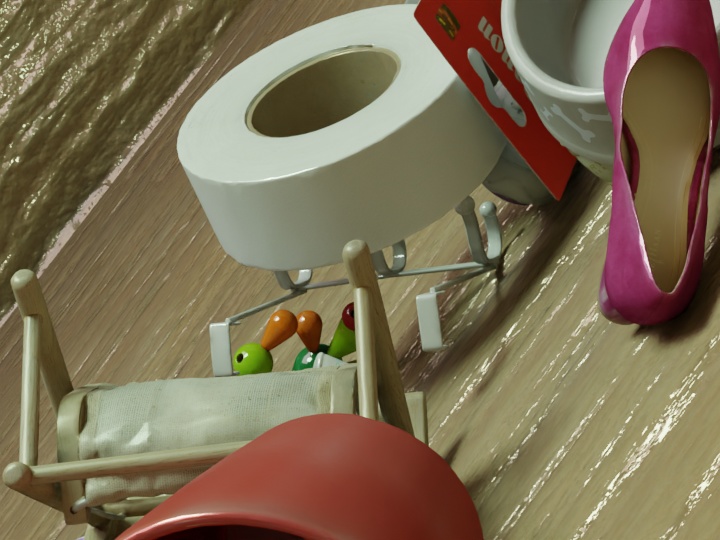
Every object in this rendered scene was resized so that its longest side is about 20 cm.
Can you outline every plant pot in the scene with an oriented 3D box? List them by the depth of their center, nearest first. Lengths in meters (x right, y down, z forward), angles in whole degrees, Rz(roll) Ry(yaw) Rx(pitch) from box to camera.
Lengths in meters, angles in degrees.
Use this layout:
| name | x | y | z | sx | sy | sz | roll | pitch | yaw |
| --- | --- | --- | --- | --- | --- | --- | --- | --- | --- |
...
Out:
| name | x | y | z | sx | sy | sz | roll | pitch | yaw |
| --- | --- | --- | --- | --- | --- | --- | --- | --- | --- |
| plant pot | -0.027 | 0.167 | 1.342 | 0.200 | 0.200 | 0.177 | -46 | 3 | 25 |

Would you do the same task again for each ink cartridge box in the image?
| name | x | y | z | sx | sy | sz | roll | pitch | yaw |
| --- | --- | --- | --- | --- | --- | --- | --- | --- | --- |
| ink cartridge box | 0.126 | -0.167 | 1.750 | 0.047 | 0.160 | 0.200 | -19 | 30 | 40 |

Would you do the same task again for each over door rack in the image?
| name | x | y | z | sx | sy | sz | roll | pitch | yaw |
| --- | --- | --- | --- | --- | --- | --- | --- | --- | --- |
| over door rack | 0.000 | 0.000 | 1.752 | 0.148 | 0.067 | 0.200 | -8 | 15 | 17 |

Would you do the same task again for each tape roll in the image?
| name | x | y | z | sx | sy | sz | roll | pitch | yaw |
| --- | --- | --- | --- | --- | --- | --- | --- | --- | --- |
| tape roll | -0.011 | -0.086 | 1.762 | 0.202 | 0.071 | 0.203 | -19 | 28 | 11 |

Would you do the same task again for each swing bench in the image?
| name | x | y | z | sx | sy | sz | roll | pitch | yaw |
| --- | --- | --- | --- | --- | --- | --- | --- | --- | --- |
| swing bench | -0.073 | 0.092 | 1.539 | 0.200 | 0.199 | 0.130 | 70 | -164 | -58 |

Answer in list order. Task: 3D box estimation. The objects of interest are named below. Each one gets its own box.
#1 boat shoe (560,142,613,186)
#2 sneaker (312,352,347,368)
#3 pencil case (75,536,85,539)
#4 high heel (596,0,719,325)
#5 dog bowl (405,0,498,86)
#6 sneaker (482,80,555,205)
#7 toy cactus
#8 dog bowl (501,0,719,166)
| name | x | y | z | sx | sy | sz | roll | pitch | yaw |
| --- | --- | --- | --- | --- | --- | --- | --- | --- | --- |
| boat shoe | 0.199 | -0.135 | 1.638 | 0.201 | 0.063 | 0.073 | -50 | 12 | 8 |
| sneaker | -0.059 | 0.138 | 1.740 | 0.200 | 0.088 | 0.075 | -51 | 13 | 6 |
| pencil case | -0.155 | 0.204 | 1.751 | 0.084 | 0.086 | 0.200 | -7 | 2 | 23 |
| high heel | 0.161 | -0.069 | 1.466 | 0.096 | 0.067 | 0.200 | 147 | 139 | -78 |
| dog bowl | 0.106 | -0.188 | 1.915 | 0.200 | 0.059 | 0.200 | -38 | -22 | -18 |
| sneaker | 0.116 | -0.119 | 1.822 | 0.200 | 0.075 | 0.100 | -68 | -1 | -52 |
| toy cactus | -0.054 | 0.101 | 1.886 | 0.200 | 0.102 | 0.165 | -54 | -7 | 3 |
| dog bowl | 0.168 | -0.159 | 1.602 | 0.200 | 0.059 | 0.200 | -19 | 53 | 27 |
